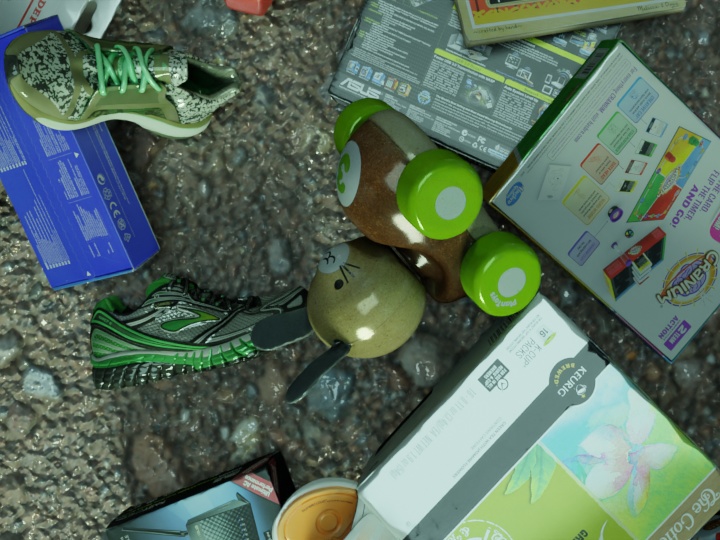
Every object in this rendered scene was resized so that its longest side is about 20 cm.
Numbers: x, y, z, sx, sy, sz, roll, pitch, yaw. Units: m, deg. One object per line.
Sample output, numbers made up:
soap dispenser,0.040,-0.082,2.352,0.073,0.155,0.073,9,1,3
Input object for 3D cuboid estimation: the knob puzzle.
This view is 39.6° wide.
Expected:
knob puzzle,0.147,-0.282,0.771,0.215,0.031,0.224,0,74,-1

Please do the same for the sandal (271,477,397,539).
sandal,0.027,0.234,0.783,0.205,0.059,0.080,34,88,-17

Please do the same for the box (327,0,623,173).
box,0.093,-0.174,0.802,0.197,0.044,0.163,24,93,5

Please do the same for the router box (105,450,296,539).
router box,-0.103,0.271,0.829,0.148,0.062,0.203,-22,89,8

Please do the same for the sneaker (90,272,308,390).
sneaker,-0.134,0.040,0.818,0.196,0.078,0.087,-11,90,7

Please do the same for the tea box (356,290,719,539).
tea box,0.134,0.152,0.761,0.196,0.134,0.200,43,95,3

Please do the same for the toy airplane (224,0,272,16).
toy airplane,-0.055,-0.325,0.765,0.198,0.141,0.202,-27,84,10

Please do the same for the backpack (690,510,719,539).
backpack,0.306,0.261,0.708,0.202,0.153,0.190,55,138,2

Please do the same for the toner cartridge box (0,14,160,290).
toner cartridge box,-0.244,-0.090,0.801,0.094,0.043,0.203,-10,110,29

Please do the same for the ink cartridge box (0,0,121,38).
ink cartridge box,-0.282,-0.242,0.832,0.198,0.068,0.117,34,98,5

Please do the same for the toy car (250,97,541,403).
toy car,0.000,0.000,0.730,0.200,0.164,0.158,-43,121,1

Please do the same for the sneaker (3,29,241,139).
sneaker,-0.170,-0.151,0.754,0.088,0.198,0.078,-15,83,39

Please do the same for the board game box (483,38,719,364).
board game box,0.212,-0.050,0.767,0.199,0.040,0.154,40,95,-12
